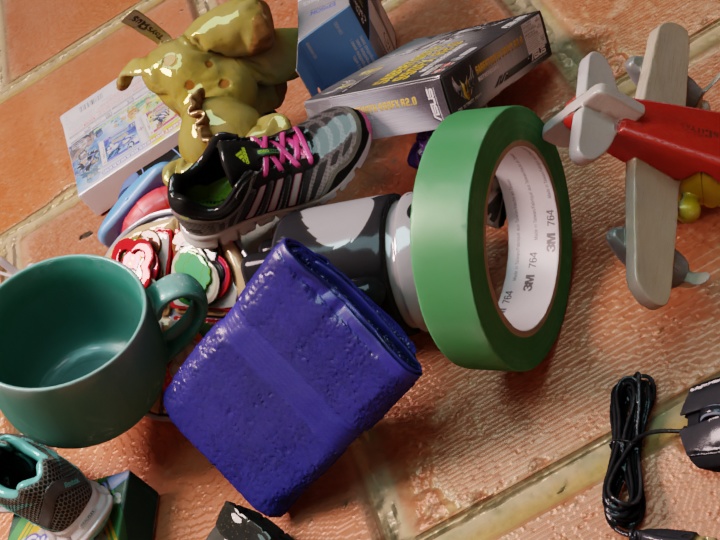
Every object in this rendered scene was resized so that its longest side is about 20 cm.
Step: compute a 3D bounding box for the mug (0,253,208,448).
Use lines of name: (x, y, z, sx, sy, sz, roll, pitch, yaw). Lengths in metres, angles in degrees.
mug: (-0.231, 0.079, 0.938, 0.184, 0.115, 0.152, 3, 48, 11)

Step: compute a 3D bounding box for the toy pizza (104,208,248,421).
toy pizza: (-0.182, 0.041, 1.011, 0.199, 0.032, 0.201, -3, 84, 27)

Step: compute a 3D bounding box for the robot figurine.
robot figurine: (0.000, -0.002, 0.928, 0.199, 0.125, 0.151, -8, 55, 21)

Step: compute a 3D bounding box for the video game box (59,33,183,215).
video game box: (-0.262, -0.182, 1.312, 0.200, 0.047, 0.182, -32, 41, 5)

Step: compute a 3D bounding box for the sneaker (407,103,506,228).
sneaker: (0.085, -0.094, 0.969, 0.083, 0.081, 0.200, -9, 27, 1)

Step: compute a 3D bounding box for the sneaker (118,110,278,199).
sneaker: (-0.171, -0.118, 1.187, 0.199, 0.070, 0.078, -16, 43, 11)

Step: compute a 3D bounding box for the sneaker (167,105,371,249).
sneaker: (-0.084, -0.090, 0.945, 0.199, 0.087, 0.074, -27, 64, 8)

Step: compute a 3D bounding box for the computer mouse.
computer mouse: (0.252, 0.122, 0.723, 0.199, 0.046, 0.141, -2, 52, 31)

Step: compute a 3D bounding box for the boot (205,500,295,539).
boot: (-0.068, 0.273, 0.800, 0.200, 0.068, 0.131, 27, 84, 41)

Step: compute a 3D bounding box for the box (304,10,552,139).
box: (0.068, -0.183, 1.026, 0.158, 0.049, 0.200, -2, 25, 40)

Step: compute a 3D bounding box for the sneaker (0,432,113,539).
sneaker: (-0.298, 0.168, 0.928, 0.199, 0.091, 0.078, 9, 56, 40)

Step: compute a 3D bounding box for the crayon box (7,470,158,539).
crayon box: (-0.244, 0.277, 0.903, 0.125, 0.052, 0.201, -18, 47, 19)

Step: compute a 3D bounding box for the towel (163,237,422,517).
towel: (-0.057, 0.087, 0.853, 0.148, 0.050, 0.200, 45, 118, 8)

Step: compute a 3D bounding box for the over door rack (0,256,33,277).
over door rack: (-0.464, 0.045, 1.231, 0.199, 0.067, 0.148, 7, 57, 36)

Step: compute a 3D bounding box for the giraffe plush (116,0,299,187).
giraffe plush: (-0.131, -0.156, 1.048, 0.173, 0.199, 0.163, -42, 58, 34)

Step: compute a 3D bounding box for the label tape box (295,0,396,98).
label tape box: (-0.010, -0.230, 1.121, 0.063, 0.144, 0.201, -18, 47, 16)

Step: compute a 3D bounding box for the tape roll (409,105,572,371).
tape roll: (0.106, -0.024, 0.829, 0.048, 0.201, 0.201, 0, 54, 32)

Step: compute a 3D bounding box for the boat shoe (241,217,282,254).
boat shoe: (-0.080, -0.050, 1.073, 0.075, 0.060, 0.201, -22, 46, 33)

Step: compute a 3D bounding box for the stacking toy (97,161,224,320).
stacking toy: (-0.161, -0.001, 1.065, 0.116, 0.110, 0.200, -47, 53, 12)

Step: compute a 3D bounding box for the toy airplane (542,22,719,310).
toy airplane: (0.236, -0.085, 0.843, 0.200, 0.141, 0.199, -30, 71, -18)
